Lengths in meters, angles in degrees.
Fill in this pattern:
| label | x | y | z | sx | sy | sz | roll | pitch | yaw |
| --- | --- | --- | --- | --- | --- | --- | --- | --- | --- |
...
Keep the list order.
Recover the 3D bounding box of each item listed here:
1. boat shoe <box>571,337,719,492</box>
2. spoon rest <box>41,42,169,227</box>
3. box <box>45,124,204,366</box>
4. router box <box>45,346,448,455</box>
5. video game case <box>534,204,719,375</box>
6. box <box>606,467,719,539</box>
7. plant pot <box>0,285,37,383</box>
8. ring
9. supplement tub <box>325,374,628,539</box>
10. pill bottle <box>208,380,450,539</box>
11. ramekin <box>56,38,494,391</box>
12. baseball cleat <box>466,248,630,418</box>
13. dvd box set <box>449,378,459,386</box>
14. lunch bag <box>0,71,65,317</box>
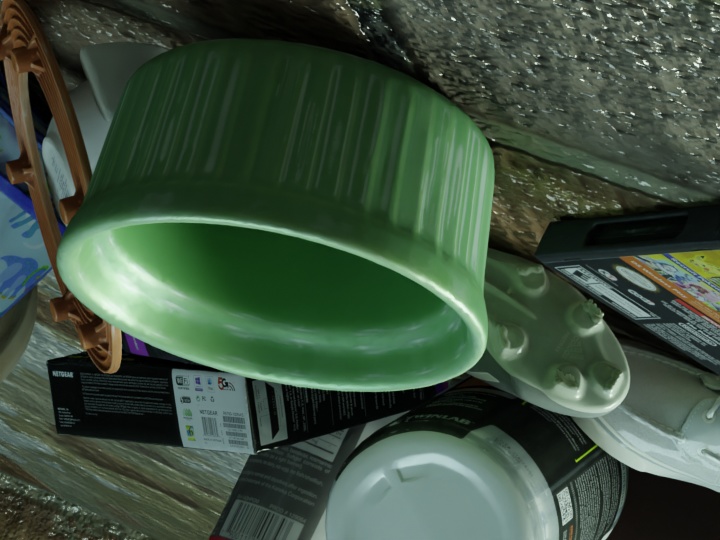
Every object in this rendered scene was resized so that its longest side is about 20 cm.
| label | x | y | z | sx | sy | sz | roll | pitch | yaw |
| --- | --- | --- | --- | --- | --- | --- | --- | --- | --- |
| boat shoe | 0.201 | 0.087 | 1.353 | 0.200 | 0.072 | 0.069 | 33 | 145 | -4 |
| spoon rest | -0.124 | -0.067 | 1.315 | 0.061 | 0.099 | 0.200 | -18 | 168 | -17 |
| box | -0.091 | -0.016 | 1.379 | 0.200 | 0.036 | 0.143 | 8 | 119 | 57 |
| router box | -0.069 | 0.065 | 1.498 | 0.149 | 0.051 | 0.200 | -13 | -171 | -40 |
| video game case | 0.205 | 0.029 | 1.195 | 0.200 | 0.026 | 0.181 | 31 | 166 | -20 |
| box | 0.159 | 0.129 | 1.510 | 0.200 | 0.100 | 0.075 | 22 | 167 | 11 |
| plant pot | -0.318 | -0.019 | 1.678 | 0.200 | 0.200 | 0.174 | 23 | 151 | 10 |
| ring | -0.160 | -0.042 | 1.300 | 0.019 | 0.201 | 0.200 | -15 | 176 | -15 |
| supplement tub | 0.072 | 0.120 | 1.373 | 0.122 | 0.123 | 0.200 | 21 | -163 | 19 |
| pill bottle | -0.015 | 0.128 | 1.606 | 0.111 | 0.200 | 0.111 | 25 | 167 | 6 |
| ramekin | -0.032 | -0.026 | 1.174 | 0.200 | 0.098 | 0.200 | 10 | 158 | 4 |
| baseball cleat | 0.049 | 0.023 | 1.349 | 0.200 | 0.070 | 0.106 | 35 | 151 | 6 |
| dvd box set | 0.068 | 0.145 | 1.644 | 0.029 | 0.146 | 0.200 | 14 | 177 | -41 |
| lunch bag | -0.246 | -0.043 | 1.458 | 0.082 | 0.161 | 0.200 | 47 | 179 | 28 |
